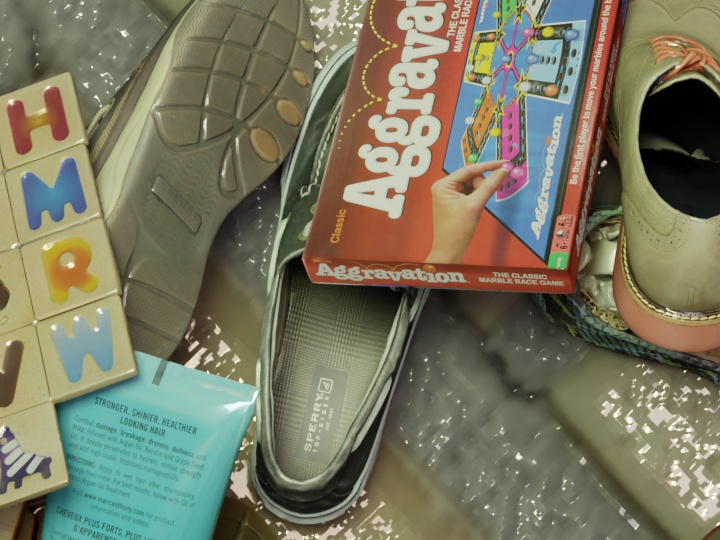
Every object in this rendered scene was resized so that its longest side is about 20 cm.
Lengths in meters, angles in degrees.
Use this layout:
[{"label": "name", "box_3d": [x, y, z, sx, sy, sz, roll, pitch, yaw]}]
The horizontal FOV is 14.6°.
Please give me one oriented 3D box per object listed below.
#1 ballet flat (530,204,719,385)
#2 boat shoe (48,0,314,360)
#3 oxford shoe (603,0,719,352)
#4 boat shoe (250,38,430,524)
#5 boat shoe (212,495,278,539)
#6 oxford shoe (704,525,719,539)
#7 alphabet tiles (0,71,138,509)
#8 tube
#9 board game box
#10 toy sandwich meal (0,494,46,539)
[{"label": "ballet flat", "box_3d": [0.164, 0.019, 1.117, 0.200, 0.074, 0.074, 11, 80, -3]}, {"label": "boat shoe", "box_3d": [-0.086, -0.043, 1.097, 0.075, 0.073, 0.200, 53, 51, -34]}, {"label": "oxford shoe", "box_3d": [0.130, -0.065, 1.089, 0.070, 0.075, 0.200, 0, 48, -4]}, {"label": "boat shoe", "box_3d": [0.000, 0.000, 1.104, 0.072, 0.071, 0.200, 8, 78, -2]}, {"label": "boat shoe", "box_3d": [-0.038, 0.185, 1.086, 0.073, 0.063, 0.201, -25, 90, -29]}, {"label": "oxford shoe", "box_3d": [0.222, 0.098, 1.090, 0.200, 0.070, 0.075, -32, 112, 16]}, {"label": "alphabet tiles", "box_3d": [-0.172, 0.008, 1.037, 0.166, 0.006, 0.200, -20, 60, 7]}, {"label": "tube", "box_3d": [-0.092, 0.125, 1.035, 0.077, 0.050, 0.200, 15, 107, 8]}, {"label": "board game box", "box_3d": [0.048, -0.079, 1.091, 0.103, 0.019, 0.200, 1, 55, 17]}, {"label": "toy sandwich meal", "box_3d": [-0.183, 0.082, 1.074, 0.205, 0.070, 0.206, 1, 80, -3]}]
